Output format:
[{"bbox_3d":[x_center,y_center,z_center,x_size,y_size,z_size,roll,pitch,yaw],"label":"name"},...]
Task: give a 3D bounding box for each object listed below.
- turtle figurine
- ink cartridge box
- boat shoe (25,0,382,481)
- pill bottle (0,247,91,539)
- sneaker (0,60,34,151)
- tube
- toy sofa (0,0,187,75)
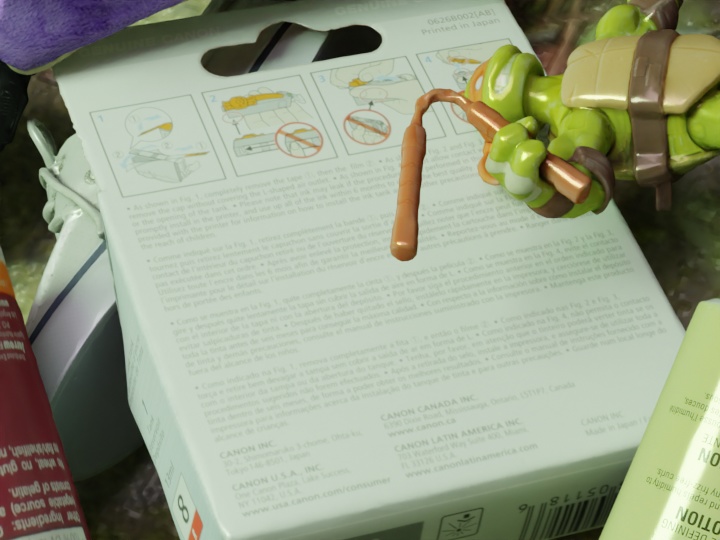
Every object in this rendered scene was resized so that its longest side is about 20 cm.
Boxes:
[{"bbox_3d":[0.094,-0.048,0.727,0.161,0.065,0.200,-1,29,21],"label":"turtle figurine"},{"bbox_3d":[0.000,0.000,0.754,0.162,0.050,0.200,-11,50,-18],"label":"ink cartridge box"},{"bbox_3d":[-0.076,-0.025,0.809,0.086,0.075,0.202,20,65,27],"label":"boat shoe"},{"bbox_3d":[-0.130,0.095,0.696,0.114,0.114,0.201,-19,81,6],"label":"pill bottle"},{"bbox_3d":[-0.186,-0.060,0.861,0.200,0.075,0.114,15,90,49],"label":"sneaker"},{"bbox_3d":[0.083,0.109,0.673,0.058,0.052,0.201,18,85,56],"label":"tube"},{"bbox_3d":[-0.037,-0.138,0.737,0.199,0.083,0.098,-19,86,-10],"label":"toy sofa"}]
